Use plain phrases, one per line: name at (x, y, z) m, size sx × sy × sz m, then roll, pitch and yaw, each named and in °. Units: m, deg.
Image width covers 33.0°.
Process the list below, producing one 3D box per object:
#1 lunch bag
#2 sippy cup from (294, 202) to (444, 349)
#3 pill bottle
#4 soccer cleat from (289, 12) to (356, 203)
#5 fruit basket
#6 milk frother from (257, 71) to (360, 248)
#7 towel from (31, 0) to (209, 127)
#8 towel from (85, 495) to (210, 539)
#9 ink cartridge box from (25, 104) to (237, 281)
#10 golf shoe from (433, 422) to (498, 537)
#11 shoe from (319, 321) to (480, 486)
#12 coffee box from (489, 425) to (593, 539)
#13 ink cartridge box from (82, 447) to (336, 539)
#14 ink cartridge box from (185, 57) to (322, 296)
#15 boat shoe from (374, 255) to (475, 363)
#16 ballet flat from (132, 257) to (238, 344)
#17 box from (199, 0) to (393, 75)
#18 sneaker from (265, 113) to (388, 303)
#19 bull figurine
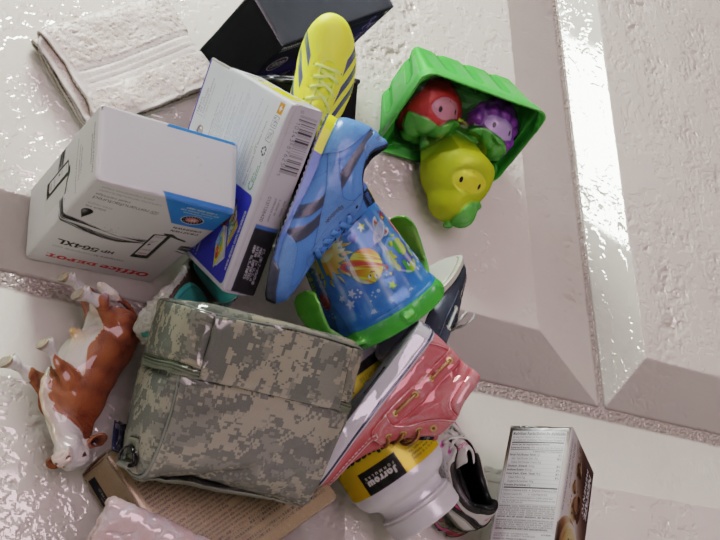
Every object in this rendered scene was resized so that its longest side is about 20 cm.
lunch bag at (-0.116, 0.126, 1.139) m, size 0.199 × 0.139 × 0.169 m, roll 17°, pitch 82°, yaw -29°
sippy cup at (0.000, 0.000, 1.285) m, size 0.131 × 0.139 × 0.178 m, roll 60°, pitch 7°, yaw -10°
pill bottle at (0.017, 0.186, 1.316) m, size 0.112 × 0.112 × 0.201 m, roll -33°, pitch 87°, yaw -41°
soccer cleat at (-0.049, -0.164, 1.253) m, size 0.064 × 0.201 × 0.084 m, roll 17°, pitch 11°, yaw -2°
fruit basket at (0.128, -0.165, 1.568) m, size 0.215 × 0.156 × 0.216 m, roll 23°, pitch 38°, yaw -19°
milk frother at (-0.076, -0.134, 1.413) m, size 0.200 × 0.179 × 0.189 m, roll -27°, pitch 122°, yaw -68°
towel at (-0.265, -0.240, 1.390) m, size 0.200 × 0.034 × 0.133 m, roll -32°, pitch 88°, yaw -41°
towel at (-0.181, 0.326, 1.093) m, size 0.199 × 0.032 × 0.192 m, roll 30°, pitch 86°, yaw -19°
ink cartridge box at (-0.232, -0.069, 1.215) m, size 0.145 × 0.200 × 0.085 m, roll 12°, pitch 63°, yaw -30°
golf shoe at (0.098, 0.198, 1.383) m, size 0.072 × 0.092 × 0.201 m, roll -17°, pitch 76°, yaw -38°
shoe at (0.033, 0.155, 1.229) m, size 0.091 × 0.071 × 0.200 m, roll 40°, pitch 80°, yaw -6°
coffee box at (0.206, 0.291, 1.388) m, size 0.113 × 0.079 × 0.201 m, roll 59°, pitch 37°, yaw -44°
ink cartridge box at (-0.147, 0.215, 1.210) m, size 0.200 × 0.075 × 0.165 m, roll -29°, pitch 84°, yaw -40°
ink cartridge box at (-0.130, -0.100, 1.253) m, size 0.047 × 0.200 × 0.199 m, roll 13°, pitch 104°, yaw -32°
boat shoe at (0.080, 0.055, 1.351) m, size 0.062 × 0.075 × 0.200 m, roll 54°, pitch 34°, yaw -18°
ballet flat at (-0.185, 0.029, 1.275) m, size 0.072 × 0.072 × 0.200 m, roll 51°, pitch 20°, yaw -2°
box at (-0.078, -0.294, 1.479) m, size 0.200 × 0.141 × 0.079 m, roll -29°, pitch 85°, yaw -40°
sneaker at (-0.033, -0.054, 1.200) m, size 0.078 × 0.066 × 0.201 m, roll 22°, pitch 81°, yaw -2°
bull figurine at (-0.275, 0.096, 1.177) m, size 0.122 × 0.065 × 0.201 m, roll 61°, pitch 33°, yaw -34°
